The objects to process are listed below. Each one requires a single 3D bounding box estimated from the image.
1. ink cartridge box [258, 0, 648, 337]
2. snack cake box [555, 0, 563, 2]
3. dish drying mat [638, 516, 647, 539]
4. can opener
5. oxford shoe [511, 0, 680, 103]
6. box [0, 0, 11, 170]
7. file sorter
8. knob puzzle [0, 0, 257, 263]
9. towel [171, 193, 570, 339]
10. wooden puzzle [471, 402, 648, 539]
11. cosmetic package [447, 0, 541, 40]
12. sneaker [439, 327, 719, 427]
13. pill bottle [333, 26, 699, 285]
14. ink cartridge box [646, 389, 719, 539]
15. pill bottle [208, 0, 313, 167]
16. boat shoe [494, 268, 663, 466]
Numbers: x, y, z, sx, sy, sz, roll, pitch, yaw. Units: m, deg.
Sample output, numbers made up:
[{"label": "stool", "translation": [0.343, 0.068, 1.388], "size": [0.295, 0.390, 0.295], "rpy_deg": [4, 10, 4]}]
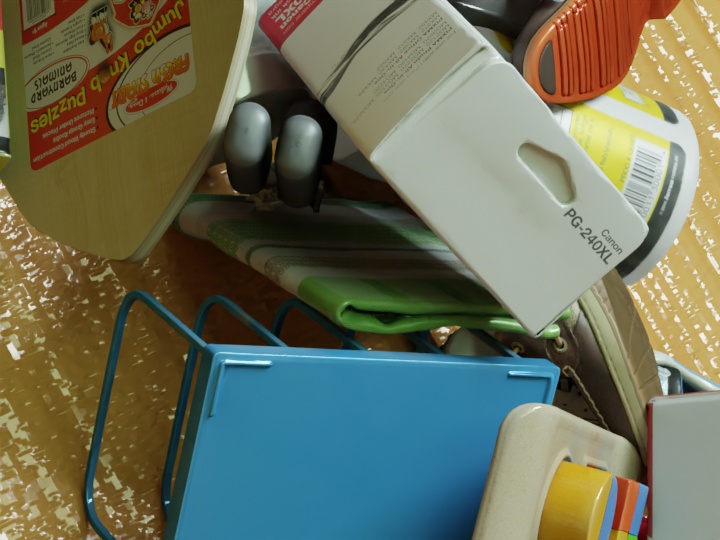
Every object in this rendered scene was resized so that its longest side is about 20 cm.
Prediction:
[{"label": "ink cartridge box", "translation": [0.044, -0.075, 1.314], "size": [0.145, 0.083, 0.200], "rpy_deg": [45, 5, -30]}, {"label": "snack cake box", "translation": [0.034, -0.235, 1.437], "size": [0.199, 0.067, 0.115], "rpy_deg": [18, 37, -7]}, {"label": "dish drying mat", "translation": [0.168, 0.235, 1.449], "size": [0.076, 0.018, 0.201], "rpy_deg": [23, 55, -20]}, {"label": "can opener", "translation": [-0.043, -0.064, 1.330], "size": [0.052, 0.200, 0.067], "rpy_deg": [12, 88, 1]}, {"label": "oxford shoe", "translation": [0.127, -0.154, 1.495], "size": [0.072, 0.072, 0.200], "rpy_deg": [12, 32, 27]}, {"label": "box", "translation": [-0.231, -0.143, 1.378], "size": [0.075, 0.050, 0.201], "rpy_deg": [8, 61, -28]}, {"label": "file sorter", "translation": [-0.026, 0.090, 1.313], "size": [0.199, 0.123, 0.140], "rpy_deg": [3, 107, -32]}, {"label": "knob puzzle", "translation": [-0.121, -0.096, 1.336], "size": [0.030, 0.219, 0.221], "rpy_deg": [17, 55, -47]}, {"label": "towel", "translation": [0.000, 0.000, 1.377], "size": [0.148, 0.200, 0.031], "rpy_deg": [1, 107, -30]}, {"label": "wooden puzzle", "translation": [0.102, 0.169, 1.312], "size": [0.200, 0.046, 0.187], "rpy_deg": [24, 79, -67]}, {"label": "cosmetic package", "translation": [0.057, -0.173, 1.558], "size": [0.199, 0.090, 0.107], "rpy_deg": [13, 55, -23]}, {"label": "sneaker", "translation": [0.138, 0.067, 1.488], "size": [0.199, 0.072, 0.072], "rpy_deg": [17, 59, -23]}, {"label": "pill bottle", "translation": [0.087, -0.074, 1.505], "size": [0.199, 0.114, 0.115], "rpy_deg": [21, 55, -22]}, {"label": "ink cartridge box", "translation": [0.243, 0.154, 1.437], "size": [0.199, 0.083, 0.145], "rpy_deg": [19, 69, -52]}, {"label": "pill bottle", "translation": [-0.107, -0.164, 1.426], "size": [0.116, 0.116, 0.201], "rpy_deg": [-13, 72, -37]}, {"label": "boat shoe", "translation": [0.108, 0.024, 1.433], "size": [0.201, 0.072, 0.072], "rpy_deg": [64, 18, -7]}]
